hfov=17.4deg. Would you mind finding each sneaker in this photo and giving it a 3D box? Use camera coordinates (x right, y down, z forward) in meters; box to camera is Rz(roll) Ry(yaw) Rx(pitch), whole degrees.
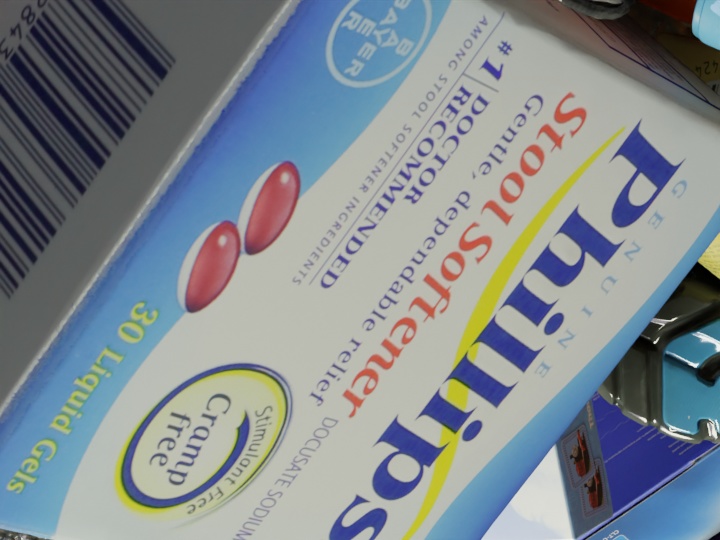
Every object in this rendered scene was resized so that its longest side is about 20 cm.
[{"bbox_3d":[0.070,-0.001,0.906,0.200,0.073,0.082,33,-163,6],"label":"sneaker"}]

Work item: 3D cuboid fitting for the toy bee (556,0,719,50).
[{"bbox_3d":[0.100,-0.114,0.623,0.131,0.109,0.200,23,-169,-6],"label":"toy bee"}]

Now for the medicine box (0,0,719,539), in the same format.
[{"bbox_3d":[-0.015,-0.015,0.653,0.200,0.182,0.103,21,-159,-48],"label":"medicine box"}]

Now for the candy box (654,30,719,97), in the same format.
[{"bbox_3d":[0.194,-0.022,0.706,0.200,0.057,0.117,17,-171,37],"label":"candy box"}]

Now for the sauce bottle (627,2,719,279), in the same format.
[{"bbox_3d":[0.148,-0.021,0.854,0.200,0.066,0.066,37,164,-37],"label":"sauce bottle"}]

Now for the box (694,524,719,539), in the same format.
[{"bbox_3d":[0.173,0.161,0.990,0.137,0.039,0.200,55,160,-17],"label":"box"}]

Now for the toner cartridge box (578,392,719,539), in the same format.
[{"bbox_3d":[0.107,0.080,0.979,0.043,0.200,0.095,41,-159,-34],"label":"toner cartridge box"}]

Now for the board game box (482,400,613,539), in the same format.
[{"bbox_3d":[0.000,0.000,0.839,0.151,0.200,0.037,-7,-171,33],"label":"board game box"}]
